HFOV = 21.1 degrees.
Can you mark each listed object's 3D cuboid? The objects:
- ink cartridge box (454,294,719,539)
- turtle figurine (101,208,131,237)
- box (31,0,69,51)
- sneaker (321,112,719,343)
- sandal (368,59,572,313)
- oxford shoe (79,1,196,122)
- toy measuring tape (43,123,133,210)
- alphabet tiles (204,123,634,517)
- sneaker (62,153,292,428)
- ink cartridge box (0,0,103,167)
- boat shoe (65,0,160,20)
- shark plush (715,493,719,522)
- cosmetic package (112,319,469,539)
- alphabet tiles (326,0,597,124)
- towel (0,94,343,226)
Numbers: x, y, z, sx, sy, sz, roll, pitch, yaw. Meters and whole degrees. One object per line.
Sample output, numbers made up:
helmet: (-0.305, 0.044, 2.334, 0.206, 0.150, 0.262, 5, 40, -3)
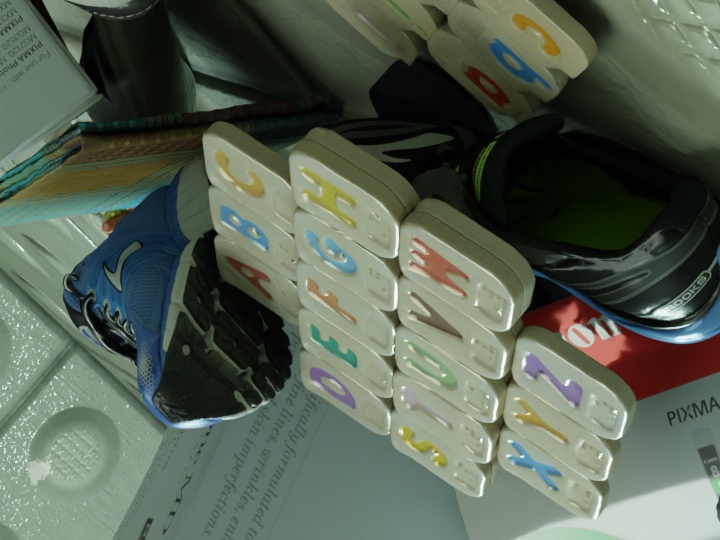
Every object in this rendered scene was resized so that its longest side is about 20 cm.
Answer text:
ink cartridge box: (0.105, 0.081, 0.816, 0.160, 0.050, 0.200, -24, 115, 37)
turtle figurine: (-0.107, -0.002, 1.251, 0.199, 0.065, 0.161, 19, 177, -6)
box: (-0.246, -0.146, 1.019, 0.201, 0.124, 0.097, 62, 166, -6)
sneaker: (0.056, -0.031, 0.729, 0.199, 0.071, 0.083, 16, 154, 36)
sandal: (0.052, -0.017, 0.877, 0.076, 0.043, 0.200, 29, 163, 46)
oxford shoe: (-0.128, -0.105, 1.040, 0.057, 0.076, 0.200, 2, 166, 3)
toy measuring tape: (-0.158, -0.082, 1.230, 0.199, 0.074, 0.074, 21, 158, 46)
alphabet tiles: (0.017, 0.024, 0.755, 0.195, 0.015, 0.200, 34, 157, 16)
sneaker: (-0.087, 0.021, 0.885, 0.079, 0.089, 0.200, 55, -170, -21)
ink cartridge box: (-0.215, -0.134, 0.897, 0.201, 0.083, 0.145, 53, 173, -9)
boat shoe: (-0.139, -0.160, 0.890, 0.200, 0.074, 0.060, 35, 168, 41)
shark plush: (0.222, 0.125, 0.757, 0.200, 0.083, 0.091, 47, 167, -28)
cosmetic package: (-0.024, 0.129, 1.013, 0.164, 0.166, 0.200, 27, 168, -11)
alphabet tiles: (0.000, -0.131, 0.694, 0.195, 0.015, 0.200, 42, 168, -2)
towel: (-0.115, -0.056, 0.997, 0.200, 0.146, 0.022, -20, 82, 60)
